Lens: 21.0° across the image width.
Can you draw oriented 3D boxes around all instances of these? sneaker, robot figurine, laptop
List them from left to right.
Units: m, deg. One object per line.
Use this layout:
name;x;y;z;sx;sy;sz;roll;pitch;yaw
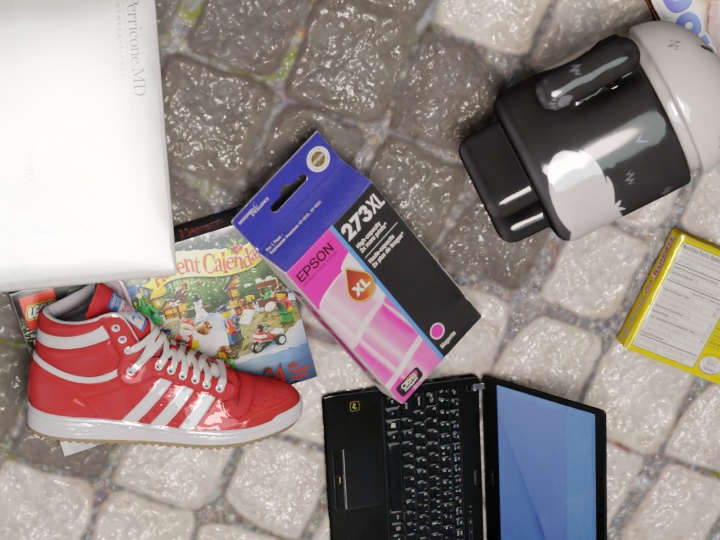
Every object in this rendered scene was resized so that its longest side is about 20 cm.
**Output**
sneaker;-0.137;0.063;1.391;0.199;0.071;0.113;0;113;-11
laptop;0.080;0.182;1.508;0.199;0.103;0.178;-7;110;-10
robot figurine;0.174;-0.101;1.415;0.200;0.150;0.125;-27;99;5

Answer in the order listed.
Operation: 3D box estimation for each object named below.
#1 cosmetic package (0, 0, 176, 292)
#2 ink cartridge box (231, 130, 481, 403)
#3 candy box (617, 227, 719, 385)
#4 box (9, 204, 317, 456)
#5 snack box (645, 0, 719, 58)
cosmetic package;-0.233;-0.092;1.311;0.199;0.123;0.200;-6;99;-12
ink cartridge box;0.000;0.000;1.439;0.095;0.037;0.200;-47;118;-10
candy box;0.312;0.047;1.554;0.200;0.026;0.102;21;101;-19
box;-0.145;0.043;1.442;0.199;0.038;0.137;-18;112;-6
snack box;0.283;-0.152;1.477;0.072;0.024;0.200;-30;113;1
